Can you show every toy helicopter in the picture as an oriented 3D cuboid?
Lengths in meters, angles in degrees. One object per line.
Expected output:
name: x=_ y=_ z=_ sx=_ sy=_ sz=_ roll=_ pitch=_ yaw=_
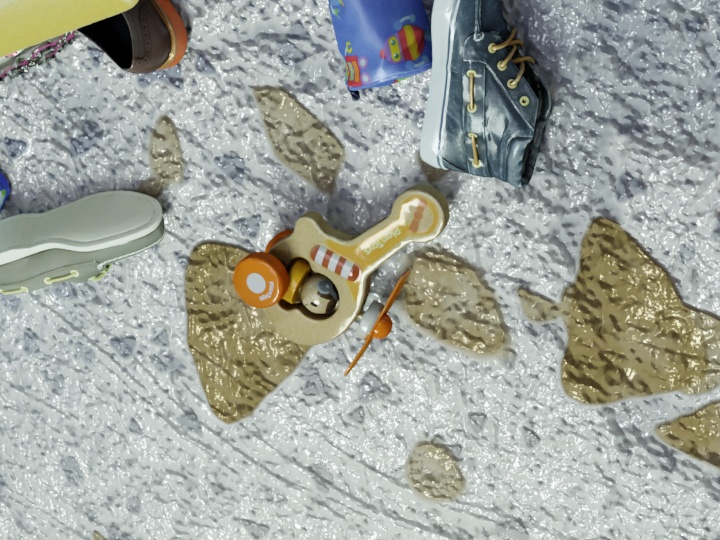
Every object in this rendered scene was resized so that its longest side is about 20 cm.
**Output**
toy helicopter: x=0.000 y=0.000 z=1.436 sx=0.200 sy=0.079 sz=0.132 roll=-35 pitch=92 yaw=30

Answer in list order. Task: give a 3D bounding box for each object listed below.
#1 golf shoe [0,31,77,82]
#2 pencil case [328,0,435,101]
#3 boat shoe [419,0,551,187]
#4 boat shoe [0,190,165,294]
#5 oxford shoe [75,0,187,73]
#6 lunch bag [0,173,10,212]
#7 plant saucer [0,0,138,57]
golf shoe: x=-0.341 y=-0.207 z=1.532 sx=0.200 sy=0.073 sz=0.092 roll=-15 pitch=101 yaw=32
pencil case: x=-0.003 y=-0.239 z=1.339 sx=0.078 sy=0.087 sz=0.200 roll=-22 pitch=102 yaw=-11
boat shoe: x=0.105 y=-0.163 z=1.321 sx=0.091 sy=0.071 sz=0.201 roll=17 pitch=124 yaw=20
boat shoe: x=-0.262 y=-0.022 z=1.571 sx=0.201 sy=0.072 sz=0.060 roll=-10 pitch=130 yaw=21
oxford shoe: x=-0.231 y=-0.250 z=1.454 sx=0.200 sy=0.073 sz=0.071 roll=48 pitch=125 yaw=7
lunch bag: x=-0.440 y=-0.018 z=1.604 sx=0.200 sy=0.170 sz=0.128 roll=-31 pitch=95 yaw=34
plant saucer: x=-0.284 y=-0.292 z=1.431 sx=0.200 sy=0.048 sz=0.201 roll=-15 pitch=78 yaw=28
